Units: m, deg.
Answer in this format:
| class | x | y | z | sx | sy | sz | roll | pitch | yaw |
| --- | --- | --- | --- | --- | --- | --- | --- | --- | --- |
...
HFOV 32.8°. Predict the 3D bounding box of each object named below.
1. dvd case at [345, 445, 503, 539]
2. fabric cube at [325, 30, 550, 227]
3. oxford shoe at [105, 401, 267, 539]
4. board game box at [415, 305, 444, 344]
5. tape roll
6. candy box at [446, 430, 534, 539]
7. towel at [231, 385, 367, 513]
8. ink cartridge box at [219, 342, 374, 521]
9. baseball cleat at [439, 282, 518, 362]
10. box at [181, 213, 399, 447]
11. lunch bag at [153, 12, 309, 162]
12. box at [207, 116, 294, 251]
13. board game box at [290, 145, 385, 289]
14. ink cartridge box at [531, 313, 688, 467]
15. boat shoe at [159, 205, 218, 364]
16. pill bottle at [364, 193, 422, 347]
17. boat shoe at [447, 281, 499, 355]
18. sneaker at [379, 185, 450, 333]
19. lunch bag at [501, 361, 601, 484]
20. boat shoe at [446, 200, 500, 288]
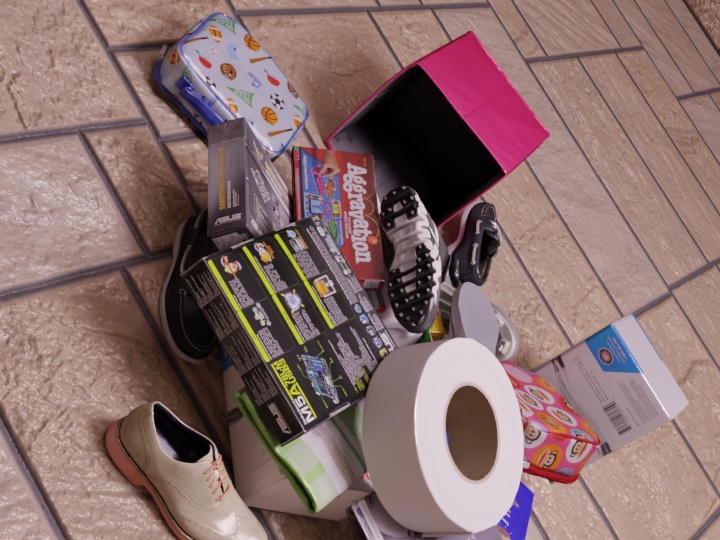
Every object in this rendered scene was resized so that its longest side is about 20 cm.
| class | x | y | z | sx | sy | sz | roll | pitch | yaw |
| --- | --- | --- | --- | --- | --- | --- | --- | --- | --- |
| dvd case | 0.078 | 0.283 | 1.305 | 0.200 | 0.016 | 0.149 | -20 | 82 | -51 |
| fabric cube | 0.112 | -0.189 | 1.727 | 0.200 | 0.196 | 0.199 | 51 | 35 | -2 |
| oxford shoe | -0.156 | 0.209 | 1.184 | 0.200 | 0.074 | 0.071 | 44 | 36 | -13 |
| board game box | 0.068 | 0.041 | 1.559 | 0.030 | 0.096 | 0.200 | 6 | 49 | -15 |
| tape roll | 0.090 | 0.174 | 1.282 | 0.202 | 0.071 | 0.203 | 18 | 66 | -49 |
| candy box | 0.109 | 0.291 | 1.419 | 0.169 | 0.077 | 0.200 | 44 | 38 | -14 |
| towel | -0.031 | 0.146 | 1.274 | 0.149 | 0.031 | 0.200 | 54 | 36 | 3 |
| ink cartridge box | -0.065 | 0.156 | 1.325 | 0.146 | 0.086 | 0.200 | 20 | 49 | -39 |
| baseball cleat | 0.153 | 0.065 | 1.606 | 0.106 | 0.070 | 0.200 | 22 | 12 | -45 |
| box | -0.061 | 0.055 | 1.258 | 0.193 | 0.047 | 0.200 | -26 | 84 | -49 |
| lunch bag | -0.165 | -0.224 | 1.546 | 0.200 | 0.076 | 0.160 | 46 | 38 | -12 |
| box | -0.115 | -0.051 | 1.399 | 0.200 | 0.048 | 0.159 | 60 | 19 | -52 |
| board game box | -0.029 | -0.066 | 1.459 | 0.103 | 0.019 | 0.200 | 6 | 51 | -14 |
| ink cartridge box | 0.311 | 0.172 | 1.648 | 0.084 | 0.200 | 0.146 | -19 | 76 | -56 |
| boat shoe | -0.173 | 0.008 | 1.348 | 0.076 | 0.060 | 0.200 | 24 | 44 | -35 |
| pill bottle | 0.000 | 0.000 | 1.509 | 0.114 | 0.114 | 0.200 | 12 | 52 | -43 |
| boat shoe | 0.125 | 0.105 | 1.478 | 0.071 | 0.070 | 0.200 | 28 | 42 | -33 |
| sneaker | 0.073 | -0.003 | 1.434 | 0.090 | 0.066 | 0.200 | 42 | 31 | -43 |
| lunch bag | 0.188 | 0.177 | 1.544 | 0.176 | 0.082 | 0.200 | 20 | 17 | -40 |
| boat shoe | 0.171 | -0.036 | 1.756 | 0.076 | 0.060 | 0.200 | 67 | 32 | -32 |
